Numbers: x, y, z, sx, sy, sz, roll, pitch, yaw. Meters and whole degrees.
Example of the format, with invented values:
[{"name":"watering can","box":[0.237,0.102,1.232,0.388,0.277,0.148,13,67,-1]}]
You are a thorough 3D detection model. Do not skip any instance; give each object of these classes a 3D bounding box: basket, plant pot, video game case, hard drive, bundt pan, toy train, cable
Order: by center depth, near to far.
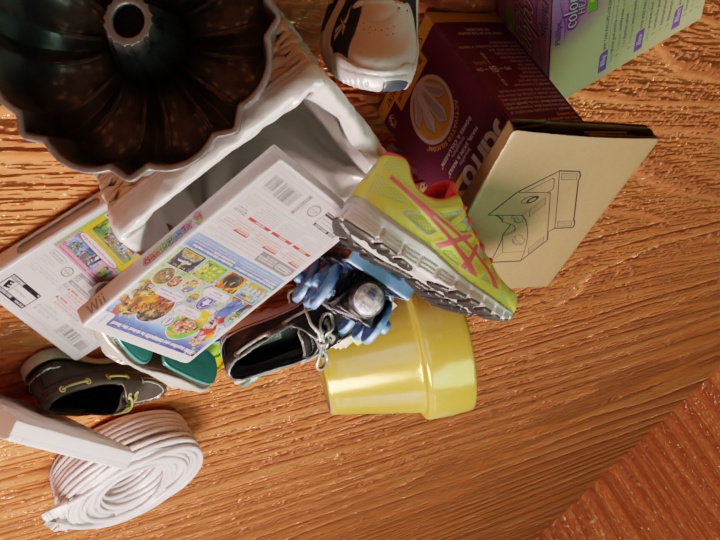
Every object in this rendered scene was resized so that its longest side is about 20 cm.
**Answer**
[{"name":"bundt pan","box":[-0.147,-0.159,0.673,0.200,0.204,0.076,-33,178,1]},{"name":"video game case","box":[-0.107,-0.005,0.791,0.199,0.018,0.143,-38,152,10]},{"name":"basket","box":[-0.105,-0.106,0.820,0.199,0.162,0.198,-37,153,6]},{"name":"toy train","box":[0.000,0.000,0.942,0.115,0.086,0.200,-57,-169,-5]},{"name":"video game case","box":[-0.252,0.001,0.986,0.180,0.022,0.201,-32,152,-3]},{"name":"hard drive","box":[-0.342,0.160,1.039,0.027,0.130,0.200,-66,154,-9]},{"name":"plant pot","box":[0.037,0.104,1.300,0.185,0.204,0.202,-13,150,-7]},{"name":"cable","box":[-0.305,0.261,1.302,0.199,0.070,0.200,-37,154,5]}]

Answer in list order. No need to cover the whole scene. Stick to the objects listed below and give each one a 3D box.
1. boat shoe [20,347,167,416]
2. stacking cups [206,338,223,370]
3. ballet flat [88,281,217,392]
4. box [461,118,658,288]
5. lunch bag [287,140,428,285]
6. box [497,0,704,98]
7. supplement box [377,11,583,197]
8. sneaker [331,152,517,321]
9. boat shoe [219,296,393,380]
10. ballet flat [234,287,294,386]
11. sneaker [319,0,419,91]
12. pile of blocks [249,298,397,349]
[{"name":"boat shoe","box":[-0.289,0.135,1.120,0.072,0.061,0.200,-44,151,20]},{"name":"stacking cups","box":[-0.159,0.050,1.088,0.060,0.061,0.201,-19,160,-25]},{"name":"ballet flat","box":[-0.228,0.078,1.036,0.069,0.070,0.200,-37,140,8]},{"name":"box","box":[0.153,-0.053,0.896,0.161,0.022,0.201,-3,142,-30]},{"name":"lunch bag","box":[-0.031,-0.051,1.075,0.197,0.083,0.177,-10,146,-38]},{"name":"box","box":[0.238,-0.288,0.971,0.198,0.097,0.177,-31,153,-7]},{"name":"supplement box","box":[0.121,-0.137,0.974,0.102,0.202,0.132,-10,145,-37]},{"name":"sneaker","box":[0.071,-0.025,0.826,0.199,0.077,0.092,35,72,-35]},{"name":"boat shoe","box":[-0.053,0.063,1.053,0.195,0.068,0.075,-15,122,-6]},{"name":"ballet flat","box":[-0.083,0.061,1.214,0.198,0.070,0.070,-34,153,1]},{"name":"sneaker","box":[0.017,-0.233,0.746,0.078,0.201,0.131,11,132,2]},{"name":"pile of blocks","box":[-0.053,0.071,1.131,0.196,0.062,0.083,-19,116,8]}]
